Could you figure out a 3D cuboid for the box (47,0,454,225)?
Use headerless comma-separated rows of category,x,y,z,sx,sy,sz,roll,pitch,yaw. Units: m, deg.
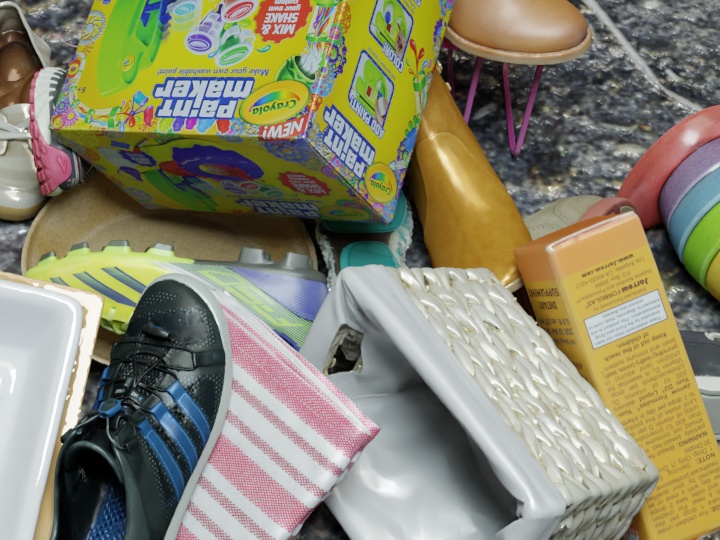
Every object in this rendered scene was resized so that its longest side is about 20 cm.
box,-0.064,-0.145,1.046,0.199,0.122,0.194,4,69,31

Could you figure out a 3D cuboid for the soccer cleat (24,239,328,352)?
soccer cleat,-0.118,0.026,1.011,0.198,0.065,0.084,3,85,7

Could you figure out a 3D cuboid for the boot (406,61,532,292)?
boot,0.054,-0.068,1.085,0.070,0.145,0.201,-25,21,3

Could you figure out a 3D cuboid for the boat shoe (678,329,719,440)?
boat shoe,0.178,0.067,1.065,0.198,0.074,0.061,4,46,-10

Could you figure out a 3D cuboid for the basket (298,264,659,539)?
basket,0.061,0.102,0.954,0.123,0.136,0.200,-8,47,-40

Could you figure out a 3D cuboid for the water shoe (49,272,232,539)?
water shoe,-0.124,0.093,0.892,0.071,0.079,0.201,6,75,20

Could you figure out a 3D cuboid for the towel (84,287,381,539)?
towel,-0.100,0.124,0.934,0.146,0.030,0.200,39,88,25

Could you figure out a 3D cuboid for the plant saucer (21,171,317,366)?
plant saucer,-0.129,0.004,1.096,0.199,0.036,0.201,5,47,-5

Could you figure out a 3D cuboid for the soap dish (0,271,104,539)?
soap dish,-0.241,0.097,0.905,0.156,0.081,0.202,12,77,-5

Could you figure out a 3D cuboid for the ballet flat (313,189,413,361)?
ballet flat,0.000,0.000,1.096,0.071,0.072,0.200,9,26,-2

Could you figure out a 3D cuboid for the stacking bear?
stacking bear,0.286,-0.010,1.138,0.121,0.114,0.201,-16,56,-23

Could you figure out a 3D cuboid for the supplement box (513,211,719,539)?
supplement box,0.162,0.069,0.984,0.068,0.067,0.201,-22,94,-14

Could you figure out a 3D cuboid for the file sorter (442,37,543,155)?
file sorter,0.036,-0.176,1.234,0.198,0.126,0.140,5,45,-6

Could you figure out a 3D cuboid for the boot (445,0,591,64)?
boot,0.083,-0.241,1.107,0.199,0.156,0.077,34,48,21

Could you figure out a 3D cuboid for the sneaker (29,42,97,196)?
sneaker,-0.181,-0.113,1.133,0.074,0.081,0.200,4,27,8

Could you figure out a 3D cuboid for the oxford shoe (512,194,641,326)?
oxford shoe,0.112,0.012,1.126,0.200,0.071,0.075,-34,33,-32

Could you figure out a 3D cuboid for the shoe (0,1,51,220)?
shoe,-0.258,-0.119,1.178,0.069,0.054,0.201,-2,47,-11
